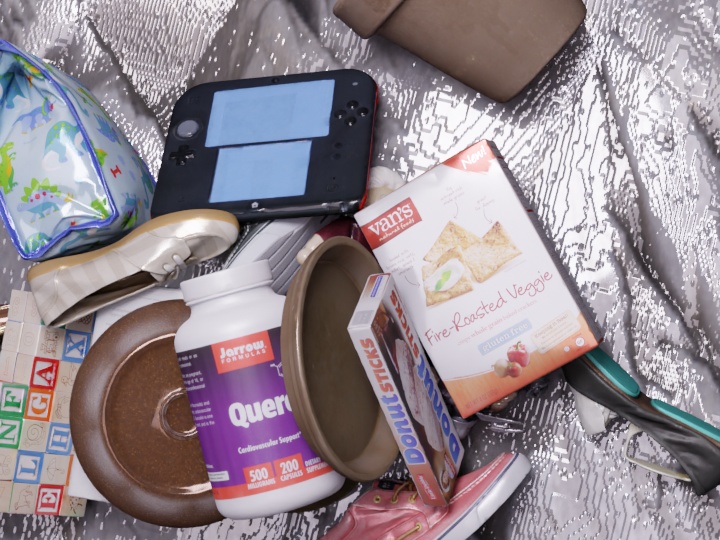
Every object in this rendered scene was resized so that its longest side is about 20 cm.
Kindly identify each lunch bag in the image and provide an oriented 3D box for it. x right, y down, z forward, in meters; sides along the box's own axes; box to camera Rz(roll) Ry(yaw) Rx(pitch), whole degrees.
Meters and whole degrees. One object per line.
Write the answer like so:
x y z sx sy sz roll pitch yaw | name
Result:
-0.276 -0.106 1.427 0.127 0.170 0.201 -22 82 7 | lunch bag

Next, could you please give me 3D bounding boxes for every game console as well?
-0.085 -0.113 1.409 0.198 0.031 0.178 -5 44 12 | game console

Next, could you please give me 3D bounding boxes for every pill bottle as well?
-0.087 0.098 1.280 0.112 0.112 0.201 -15 90 10 | pill bottle

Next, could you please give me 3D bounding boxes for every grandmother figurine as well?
0.000 0.000 1.385 0.060 0.121 0.201 -5 60 44 | grandmother figurine

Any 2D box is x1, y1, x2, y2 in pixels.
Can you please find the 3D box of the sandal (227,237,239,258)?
-0.054 0.038 1.424 0.201 0.057 0.080 43 95 11 | sandal

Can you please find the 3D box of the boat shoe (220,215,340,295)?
-0.079 -0.036 1.405 0.071 0.072 0.200 22 51 25 | boat shoe

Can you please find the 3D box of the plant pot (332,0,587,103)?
0.102 -0.246 1.362 0.174 0.200 0.200 42 94 -5 | plant pot

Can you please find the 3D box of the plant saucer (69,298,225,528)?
-0.154 0.125 1.345 0.199 0.037 0.202 0 87 -8 | plant saucer

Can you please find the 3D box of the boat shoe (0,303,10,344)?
-0.405 0.048 1.490 0.199 0.072 0.068 -11 85 13 | boat shoe

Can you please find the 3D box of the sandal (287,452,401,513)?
-0.026 0.160 1.402 0.199 0.080 0.054 -35 44 18 | sandal

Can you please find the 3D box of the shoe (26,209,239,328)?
-0.196 0.000 1.358 0.199 0.070 0.054 -18 66 10 | shoe

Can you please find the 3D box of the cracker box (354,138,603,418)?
0.101 0.006 1.323 0.133 0.058 0.201 -30 85 13 | cracker box

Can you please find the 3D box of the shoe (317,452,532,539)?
0.054 0.211 1.379 0.200 0.071 0.091 -44 84 10 | shoe

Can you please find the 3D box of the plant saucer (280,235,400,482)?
-0.013 0.073 1.265 0.029 0.200 0.202 -8 83 25 | plant saucer

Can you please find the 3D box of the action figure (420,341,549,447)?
0.112 0.063 1.385 0.129 0.069 0.201 15 92 6 | action figure

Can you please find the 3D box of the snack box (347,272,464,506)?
0.040 0.103 1.302 0.024 0.072 0.201 -8 124 23 | snack box

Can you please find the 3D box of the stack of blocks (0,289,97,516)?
-0.301 0.122 1.434 0.058 0.115 0.202 6 85 45 | stack of blocks

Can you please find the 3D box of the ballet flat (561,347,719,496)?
0.236 0.128 1.353 0.199 0.068 0.069 36 101 13 | ballet flat

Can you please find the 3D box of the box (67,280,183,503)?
-0.181 0.117 1.424 0.123 0.097 0.202 8 86 12 | box
